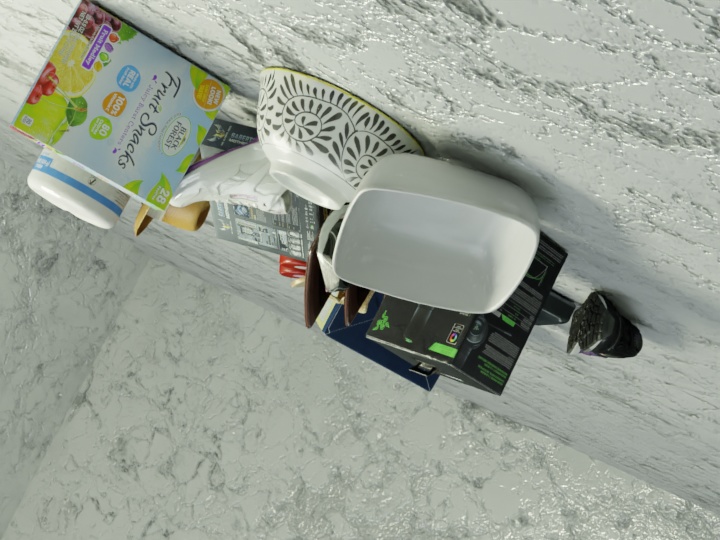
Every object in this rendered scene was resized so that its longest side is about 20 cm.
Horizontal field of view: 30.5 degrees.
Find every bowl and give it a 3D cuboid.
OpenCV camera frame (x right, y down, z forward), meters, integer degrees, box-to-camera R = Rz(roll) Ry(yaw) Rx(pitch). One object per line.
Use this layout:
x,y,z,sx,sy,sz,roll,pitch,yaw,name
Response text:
-0.039,-0.126,1.425,0.200,0.095,0.201,26,172,4,bowl
0.081,-0.045,1.379,0.199,0.075,0.200,15,148,-4,bowl

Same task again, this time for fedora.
-0.235,-0.112,1.805,0.082,0.201,0.201,31,172,-5,fedora

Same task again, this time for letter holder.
0.000,0.000,1.695,0.100,0.143,0.200,25,150,12,letter holder

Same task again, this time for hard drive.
0.185,0.017,1.812,0.199,0.033,0.140,29,172,-7,hard drive

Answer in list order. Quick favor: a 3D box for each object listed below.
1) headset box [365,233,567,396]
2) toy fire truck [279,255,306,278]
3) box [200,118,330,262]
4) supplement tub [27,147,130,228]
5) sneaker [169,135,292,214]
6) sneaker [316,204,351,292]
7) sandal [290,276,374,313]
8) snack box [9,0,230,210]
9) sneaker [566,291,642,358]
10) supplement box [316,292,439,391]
0.119,0.036,1.549,0.093,0.201,0.174,32,171,-34,headset box
-0.029,-0.045,1.907,0.167,0.113,0.200,7,171,-2,toy fire truck
-0.118,-0.098,1.693,0.157,0.051,0.201,14,146,11,box
-0.340,-0.170,1.751,0.131,0.201,0.132,26,172,4,supplement tub
-0.139,-0.101,1.573,0.199,0.100,0.075,-19,-171,20,sneaker
0.027,-0.048,1.501,0.086,0.200,0.081,6,129,34,sneaker
0.007,0.025,1.906,0.211,0.070,0.078,-13,171,-29,sandal
-0.278,-0.190,1.536,0.199,0.169,0.068,29,175,-19,snack box
0.321,0.075,1.670,0.087,0.076,0.200,12,175,2,sneaker
0.042,0.067,2.096,0.199,0.135,0.200,29,-176,-13,supplement box
